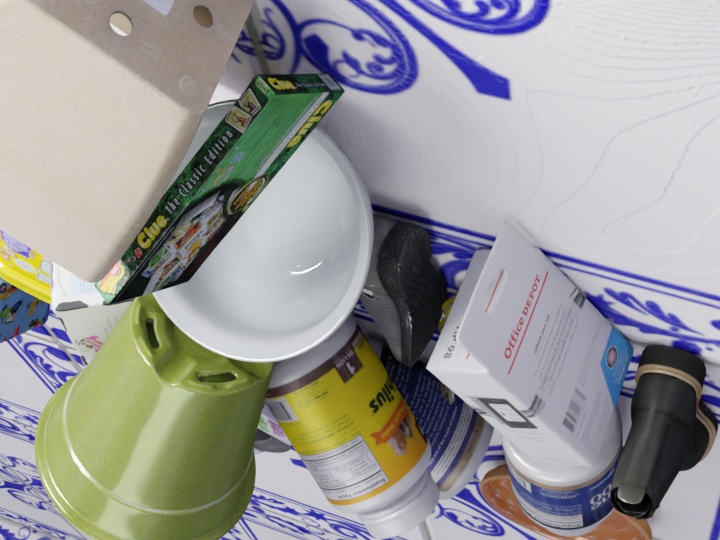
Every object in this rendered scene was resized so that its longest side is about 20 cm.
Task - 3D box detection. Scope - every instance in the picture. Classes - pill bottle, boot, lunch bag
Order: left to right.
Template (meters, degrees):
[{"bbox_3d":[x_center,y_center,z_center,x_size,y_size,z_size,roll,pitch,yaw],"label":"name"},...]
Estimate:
[{"bbox_3d":[-0.444,-0.009,1.420,0.200,0.094,0.151,30,-162,10],"label":"lunch bag"},{"bbox_3d":[-0.008,0.143,1.198,0.109,0.109,0.200,-9,117,51],"label":"pill bottle"},{"bbox_3d":[0.000,0.000,1.135,0.131,0.070,0.200,22,150,22],"label":"boot"},{"bbox_3d":[0.025,0.138,1.314,0.200,0.116,0.116,28,156,-10],"label":"pill bottle"},{"bbox_3d":[0.197,0.185,1.260,0.111,0.111,0.200,15,155,19],"label":"pill bottle"},{"bbox_3d":[0.253,0.168,1.139,0.077,0.139,0.200,10,154,27],"label":"boot"}]

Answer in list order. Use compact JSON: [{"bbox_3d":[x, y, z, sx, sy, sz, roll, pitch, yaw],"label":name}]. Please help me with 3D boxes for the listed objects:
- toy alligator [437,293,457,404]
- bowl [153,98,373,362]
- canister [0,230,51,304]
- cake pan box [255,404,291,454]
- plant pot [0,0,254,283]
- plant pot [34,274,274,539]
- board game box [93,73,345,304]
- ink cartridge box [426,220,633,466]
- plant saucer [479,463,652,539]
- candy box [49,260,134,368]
[{"bbox_3d":[0.105,0.067,1.176,0.200,0.054,0.059,92,154,-64],"label":"toy alligator"},{"bbox_3d":[-0.068,-0.035,1.017,0.200,0.202,0.090,14,-165,21],"label":"bowl"},{"bbox_3d":[-0.278,-0.037,1.271,0.148,0.087,0.200,27,155,-8],"label":"canister"},{"bbox_3d":[-0.161,0.142,1.494,0.200,0.052,0.184,32,157,-19],"label":"cake pan box"},{"bbox_3d":[-0.177,-0.146,0.838,0.199,0.201,0.177,34,144,-22],"label":"plant pot"},{"bbox_3d":[-0.156,0.104,1.098,0.199,0.200,0.190,25,134,-4],"label":"plant pot"},{"bbox_3d":[-0.099,-0.058,0.920,0.023,0.200,0.105,48,-156,14],"label":"board game box"},{"bbox_3d":[0.130,0.060,1.059,0.067,0.116,0.200,-2,145,46],"label":"ink cartridge box"},{"bbox_3d":[0.234,0.263,1.481,0.199,0.038,0.200,19,156,9],"label":"plant saucer"},{"bbox_3d":[-0.168,0.023,1.193,0.199,0.072,0.168,-9,156,-4],"label":"candy box"}]
